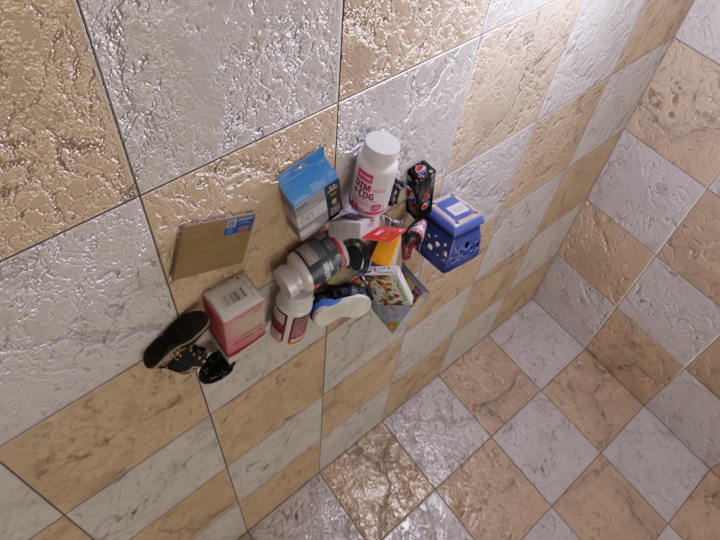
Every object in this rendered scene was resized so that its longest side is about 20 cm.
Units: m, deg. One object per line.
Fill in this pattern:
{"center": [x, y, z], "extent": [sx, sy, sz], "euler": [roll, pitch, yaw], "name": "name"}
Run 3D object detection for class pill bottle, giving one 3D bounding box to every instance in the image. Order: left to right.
{"center": [-0.201, 0.117, 1.680], "extent": [0.112, 0.114, 0.203], "euler": [-23, 148, -36], "name": "pill bottle"}
{"center": [-0.137, -0.014, 1.579], "extent": [0.197, 0.120, 0.121], "euler": [-35, 153, -20], "name": "pill bottle"}
{"center": [0.037, -0.252, 1.500], "extent": [0.111, 0.114, 0.203], "euler": [-26, 148, -33], "name": "pill bottle"}

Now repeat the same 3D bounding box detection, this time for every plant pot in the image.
{"center": [0.306, -0.144, 1.983], "extent": [0.196, 0.200, 0.184], "euler": [-24, 142, -35], "name": "plant pot"}

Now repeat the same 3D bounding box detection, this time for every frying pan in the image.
{"center": [0.008, -0.010, 1.767], "extent": [0.030, 0.194, 0.115], "euler": [-18, -162, 41], "name": "frying pan"}

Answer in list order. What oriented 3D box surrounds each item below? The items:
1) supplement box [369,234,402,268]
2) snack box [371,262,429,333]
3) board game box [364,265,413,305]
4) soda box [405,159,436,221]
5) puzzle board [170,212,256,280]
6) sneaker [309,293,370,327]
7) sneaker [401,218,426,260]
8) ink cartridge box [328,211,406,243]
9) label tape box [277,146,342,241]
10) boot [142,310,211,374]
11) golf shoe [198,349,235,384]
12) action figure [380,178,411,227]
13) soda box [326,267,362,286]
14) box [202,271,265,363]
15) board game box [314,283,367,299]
{"center": [0.086, -0.022, 1.907], "extent": [0.202, 0.071, 0.129], "euler": [81, 29, -59], "name": "supplement box"}
{"center": [0.135, 0.100, 2.103], "extent": [0.067, 0.169, 0.203], "euler": [0, 130, -53], "name": "snack box"}
{"center": [0.090, 0.052, 1.854], "extent": [0.201, 0.122, 0.036], "euler": [59, 36, -53], "name": "board game box"}
{"center": [0.187, -0.248, 1.793], "extent": [0.070, 0.064, 0.202], "euler": [-34, 152, -18], "name": "soda box"}
{"center": [-0.340, -0.060, 1.322], "extent": [0.197, 0.017, 0.153], "euler": [-19, 143, -45], "name": "puzzle board"}
{"center": [-0.071, 0.107, 1.755], "extent": [0.194, 0.111, 0.079], "euler": [-19, 116, -20], "name": "sneaker"}
{"center": [0.168, -0.101, 1.930], "extent": [0.076, 0.080, 0.200], "euler": [-59, -170, -33], "name": "sneaker"}
{"center": [0.024, -0.121, 1.544], "extent": [0.200, 0.170, 0.046], "euler": [-39, 132, -68], "name": "ink cartridge box"}
{"center": [-0.120, -0.187, 1.413], "extent": [0.142, 0.066, 0.202], "euler": [-36, 155, -18], "name": "label tape box"}
{"center": [-0.442, 0.193, 1.471], "extent": [0.199, 0.074, 0.151], "euler": [-41, 153, -1], "name": "boot"}
{"center": [-0.386, 0.257, 1.604], "extent": [0.095, 0.078, 0.200], "euler": [-48, 180, 44], "name": "golf shoe"}
{"center": [0.074, -0.168, 1.697], "extent": [0.203, 0.101, 0.118], "euler": [-59, 163, 24], "name": "action figure"}
{"center": [-0.052, 0.002, 1.796], "extent": [0.068, 0.064, 0.198], "euler": [-51, 155, 16], "name": "soda box"}
{"center": [-0.328, 0.127, 1.506], "extent": [0.126, 0.109, 0.203], "euler": [-30, 151, -27], "name": "box"}
{"center": [-0.047, 0.085, 1.876], "extent": [0.132, 0.036, 0.198], "euler": [-17, 166, 24], "name": "board game box"}
